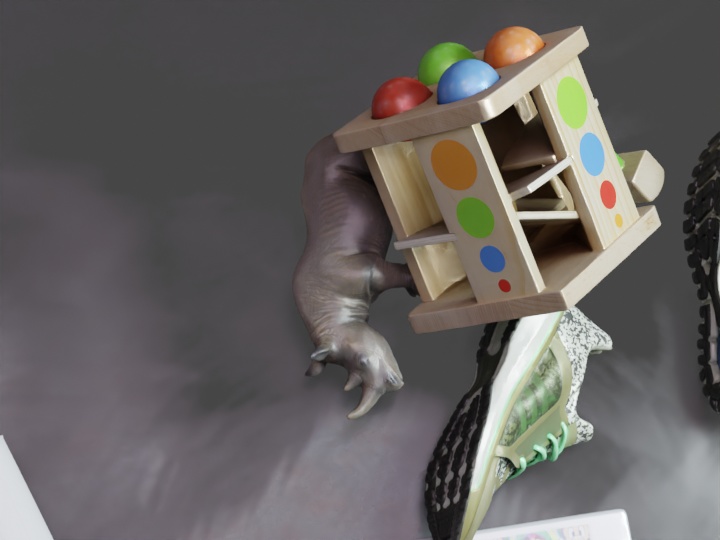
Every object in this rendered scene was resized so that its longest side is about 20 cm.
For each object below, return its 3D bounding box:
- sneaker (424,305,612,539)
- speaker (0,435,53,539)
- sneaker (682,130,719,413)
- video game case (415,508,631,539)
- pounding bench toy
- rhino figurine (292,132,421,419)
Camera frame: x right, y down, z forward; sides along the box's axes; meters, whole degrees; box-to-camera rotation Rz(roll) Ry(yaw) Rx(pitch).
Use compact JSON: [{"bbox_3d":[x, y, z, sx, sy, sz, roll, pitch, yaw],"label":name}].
[{"bbox_3d":[0.109,0.099,1.467,0.088,0.077,0.201,29,70,-13],"label":"sneaker"},{"bbox_3d":[-0.213,0.204,1.405,0.081,0.081,0.201,-26,79,-11],"label":"speaker"},{"bbox_3d":[0.267,-0.004,1.513,0.089,0.079,0.201,-1,83,-13],"label":"sneaker"},{"bbox_3d":[0.088,0.255,1.447,0.199,0.024,0.183,-8,76,-7],"label":"video game case"},{"bbox_3d":[0.103,-0.080,1.455,0.200,0.124,0.157,-38,111,-46],"label":"pounding bench toy"},{"bbox_3d":[0.000,0.000,1.488,0.087,0.060,0.201,7,72,-10],"label":"rhino figurine"}]
